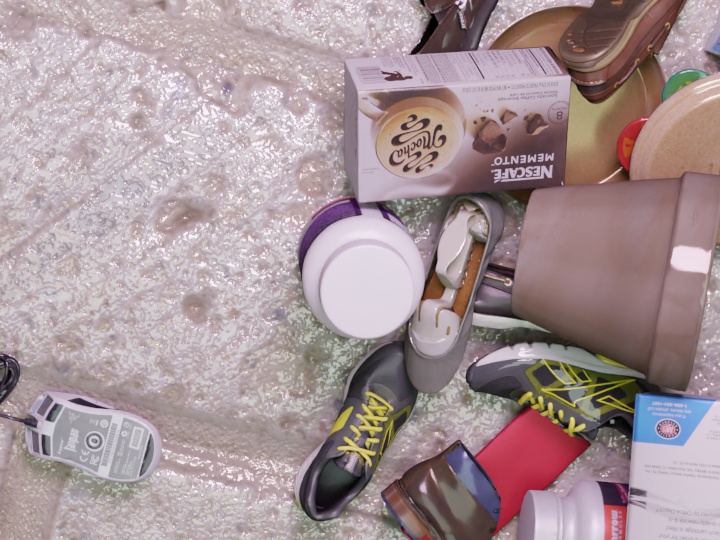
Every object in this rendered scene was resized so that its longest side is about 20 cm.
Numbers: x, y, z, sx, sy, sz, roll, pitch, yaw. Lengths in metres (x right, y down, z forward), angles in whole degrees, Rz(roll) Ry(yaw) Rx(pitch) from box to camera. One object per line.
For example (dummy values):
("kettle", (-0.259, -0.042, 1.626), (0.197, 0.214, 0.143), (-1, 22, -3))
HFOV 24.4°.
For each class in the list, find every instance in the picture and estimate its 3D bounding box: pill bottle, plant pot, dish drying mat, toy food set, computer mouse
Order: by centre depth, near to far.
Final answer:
("plant pot", (0.232, -0.002, 1.524), (0.172, 0.200, 0.202), (10, 100, 9))
("pill bottle", (0.000, 0.000, 1.533), (0.110, 0.200, 0.112), (-1, 101, -3))
("toy food set", (0.347, -0.110, 1.585), (0.196, 0.049, 0.201), (-15, 125, 6))
("plant pot", (0.199, -0.157, 1.615), (0.198, 0.027, 0.202), (-1, 101, -5))
("computer mouse", (-0.290, 0.157, 1.631), (0.198, 0.044, 0.111), (17, 94, -1))
("pill bottle", (0.261, 0.268, 1.655), (0.198, 0.111, 0.112), (5, 100, -6))
("dish drying mat", (0.136, 0.218, 1.685), (0.200, 0.018, 0.077), (-44, 100, 4))

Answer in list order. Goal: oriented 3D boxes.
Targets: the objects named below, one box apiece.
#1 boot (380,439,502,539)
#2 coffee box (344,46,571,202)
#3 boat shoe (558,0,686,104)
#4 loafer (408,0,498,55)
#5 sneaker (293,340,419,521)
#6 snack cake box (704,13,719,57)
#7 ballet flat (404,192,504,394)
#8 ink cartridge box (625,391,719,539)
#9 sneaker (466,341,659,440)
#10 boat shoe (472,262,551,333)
("boot", (0.121, 0.262, 1.645), (0.097, 0.075, 0.200), (-43, 99, 7))
("coffee box", (0.088, -0.136, 1.533), (0.198, 0.080, 0.114), (-4, 119, -9))
("boat shoe", (0.257, -0.235, 1.562), (0.200, 0.072, 0.068), (-47, 135, -27))
("loafer", (0.090, -0.257, 1.563), (0.071, 0.073, 0.201), (18, 99, -9))
("sneaker", (0.004, 0.165, 1.631), (0.074, 0.085, 0.201), (27, 98, -9))
("snack cake box", (0.448, -0.225, 1.600), (0.199, 0.067, 0.116), (22, 99, -8))
("ballet flat", (0.079, 0.019, 1.579), (0.067, 0.064, 0.201), (21, 94, 25))
("ink cartridge box", (0.325, 0.219, 1.545), (0.145, 0.084, 0.202), (4, 89, 17))
("sneaker", (0.202, 0.121, 1.622), (0.198, 0.075, 0.085), (3, 72, -5))
("boat shoe", (0.189, 0.027, 1.625), (0.199, 0.072, 0.061), (6, 104, -3))
